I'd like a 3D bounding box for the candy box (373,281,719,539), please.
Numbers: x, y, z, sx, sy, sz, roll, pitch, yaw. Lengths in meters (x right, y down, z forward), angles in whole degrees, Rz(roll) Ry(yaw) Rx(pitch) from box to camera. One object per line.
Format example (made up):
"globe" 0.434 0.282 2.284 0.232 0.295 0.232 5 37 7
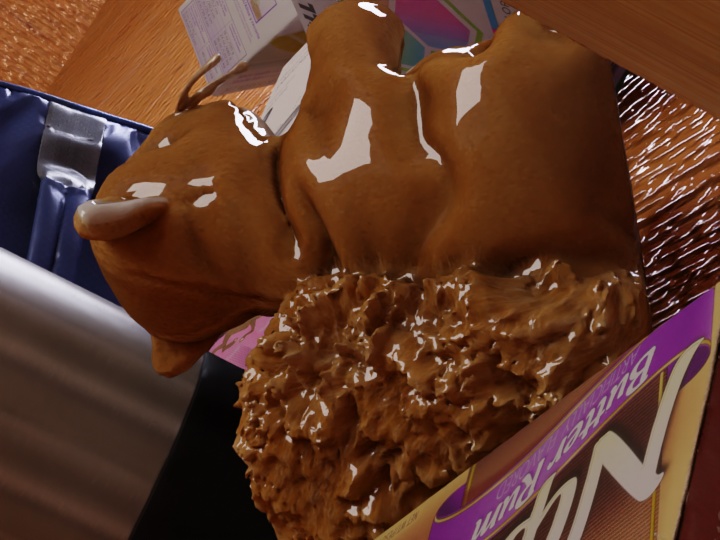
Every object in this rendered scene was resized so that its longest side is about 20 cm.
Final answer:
"candy box" 0.048 0.101 0.649 0.200 0.056 0.117 -43 17 43

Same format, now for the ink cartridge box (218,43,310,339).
"ink cartridge box" 0.005 -0.055 1.115 0.146 0.085 0.201 -43 20 40

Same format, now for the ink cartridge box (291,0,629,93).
"ink cartridge box" 0.016 -0.133 0.994 0.060 0.199 0.104 -56 -30 -21

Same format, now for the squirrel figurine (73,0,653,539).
"squirrel figurine" 0.000 0.000 0.780 0.185 0.142 0.201 -9 57 7

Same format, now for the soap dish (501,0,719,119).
"soap dish" 0.124 -0.119 0.633 0.158 0.199 0.081 -57 -18 -8

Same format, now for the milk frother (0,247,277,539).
"milk frother" -0.111 0.114 0.853 0.181 0.187 0.200 -61 8 23

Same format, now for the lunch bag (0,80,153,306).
"lunch bag" -0.150 0.023 1.024 0.133 0.135 0.201 113 168 -50

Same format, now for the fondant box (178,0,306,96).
"fondant box" 0.011 -0.168 1.266 0.143 0.059 0.200 -15 -12 -35

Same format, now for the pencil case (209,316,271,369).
"pencil case" 0.004 0.011 0.964 0.200 0.087 0.082 -46 -27 27
